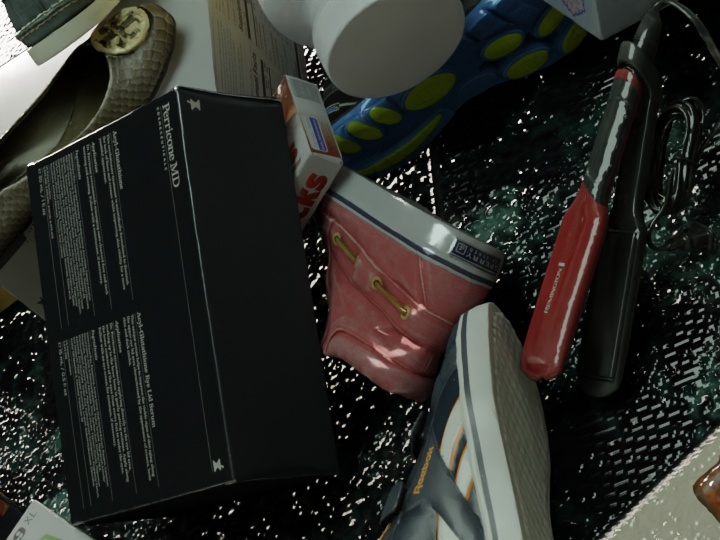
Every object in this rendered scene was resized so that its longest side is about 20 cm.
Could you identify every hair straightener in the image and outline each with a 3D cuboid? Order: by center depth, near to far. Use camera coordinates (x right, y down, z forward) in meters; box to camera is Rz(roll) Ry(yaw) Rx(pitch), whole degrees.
[{"bbox_3d":[0.137,-0.035,0.898,0.041,0.076,0.202,-3,70,62],"label":"hair straightener"}]

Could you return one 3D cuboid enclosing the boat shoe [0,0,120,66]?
[{"bbox_3d":[-0.169,-0.190,1.111,0.073,0.062,0.200,-31,19,24],"label":"boat shoe"}]

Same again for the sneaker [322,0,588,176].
[{"bbox_3d":[0.054,-0.135,1.050,0.199,0.071,0.083,-34,48,19],"label":"sneaker"}]

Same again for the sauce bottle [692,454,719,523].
[{"bbox_3d":[0.228,0.045,0.757,0.200,0.066,0.066,-45,40,5],"label":"sauce bottle"}]

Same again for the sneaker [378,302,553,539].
[{"bbox_3d":[0.046,0.107,0.854,0.079,0.078,0.201,-20,48,20],"label":"sneaker"}]

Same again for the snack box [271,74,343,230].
[{"bbox_3d":[-0.071,-0.009,1.031,0.201,0.024,0.072,-57,34,30],"label":"snack box"}]

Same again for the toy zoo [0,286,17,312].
[{"bbox_3d":[-0.258,-0.032,1.276,0.131,0.020,0.201,-28,44,21],"label":"toy zoo"}]

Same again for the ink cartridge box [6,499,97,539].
[{"bbox_3d":[-0.163,0.192,0.981,0.199,0.059,0.104,22,74,48],"label":"ink cartridge box"}]

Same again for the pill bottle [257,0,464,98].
[{"bbox_3d":[-0.018,-0.195,1.016,0.112,0.112,0.201,-35,57,13],"label":"pill bottle"}]

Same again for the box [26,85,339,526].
[{"bbox_3d":[-0.097,0.022,0.968,0.141,0.078,0.202,-20,74,46],"label":"box"}]

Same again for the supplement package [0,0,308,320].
[{"bbox_3d":[-0.140,-0.082,1.145,0.199,0.111,0.157,-29,43,20],"label":"supplement package"}]

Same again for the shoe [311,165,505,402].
[{"bbox_3d":[0.000,0.000,0.986,0.092,0.071,0.200,-63,29,4],"label":"shoe"}]

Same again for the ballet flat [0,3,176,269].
[{"bbox_3d":[-0.181,-0.078,1.056,0.200,0.046,0.067,-49,43,-1],"label":"ballet flat"}]

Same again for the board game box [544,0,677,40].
[{"bbox_3d":[0.156,-0.218,0.997,0.199,0.041,0.200,-28,39,-14],"label":"board game box"}]

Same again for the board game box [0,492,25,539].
[{"bbox_3d":[-0.312,0.191,1.116,0.165,0.057,0.201,26,77,47],"label":"board game box"}]
